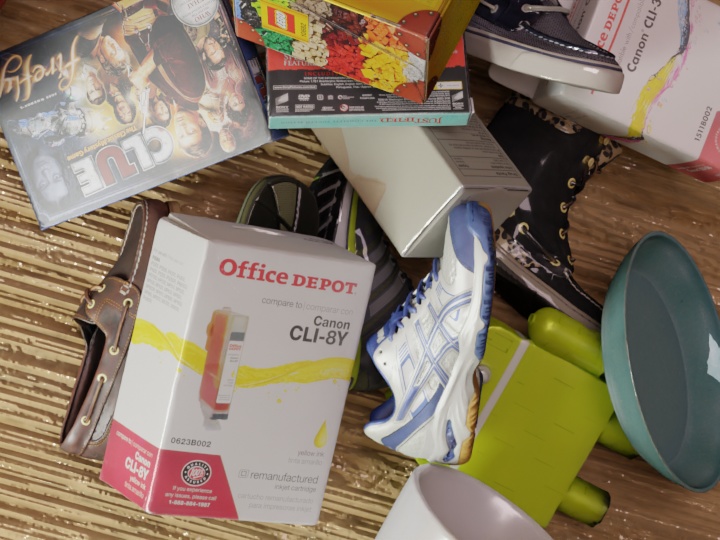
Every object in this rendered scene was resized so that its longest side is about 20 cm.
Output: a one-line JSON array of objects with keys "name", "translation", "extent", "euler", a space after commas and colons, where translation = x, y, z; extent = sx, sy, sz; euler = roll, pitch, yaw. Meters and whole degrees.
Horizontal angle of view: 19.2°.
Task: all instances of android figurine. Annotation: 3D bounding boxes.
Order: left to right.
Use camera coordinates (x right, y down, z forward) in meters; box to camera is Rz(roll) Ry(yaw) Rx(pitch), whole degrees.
[{"name": "android figurine", "translation": [0.115, 0.113, 1.602], "extent": [0.200, 0.041, 0.182], "euler": [29, 97, -16]}]

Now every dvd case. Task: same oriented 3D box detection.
[{"name": "dvd case", "translation": [0.001, -0.193, 1.540], "extent": [0.146, 0.022, 0.200], "euler": [-2, 64, -4]}]

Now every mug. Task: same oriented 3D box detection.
[{"name": "mug", "translation": [0.060, 0.253, 1.521], "extent": [0.149, 0.187, 0.153], "euler": [28, 107, -30]}]

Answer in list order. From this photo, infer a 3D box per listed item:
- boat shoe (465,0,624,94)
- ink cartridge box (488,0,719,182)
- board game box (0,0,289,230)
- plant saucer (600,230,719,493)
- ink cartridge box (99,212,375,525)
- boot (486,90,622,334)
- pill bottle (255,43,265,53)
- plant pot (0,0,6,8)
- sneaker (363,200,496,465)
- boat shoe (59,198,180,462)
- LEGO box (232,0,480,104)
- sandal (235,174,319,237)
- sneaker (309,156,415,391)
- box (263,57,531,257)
[{"name": "boat shoe", "translation": [0.120, -0.194, 1.549], "extent": [0.075, 0.200, 0.093], "euler": [7, 103, -47]}, {"name": "ink cartridge box", "translation": [0.210, -0.158, 1.609], "extent": [0.200, 0.067, 0.117], "euler": [23, 84, -14]}, {"name": "board game box", "translation": [-0.167, -0.126, 1.551], "extent": [0.200, 0.035, 0.136], "euler": [-20, 94, 19]}, {"name": "plant saucer", "translation": [0.228, 0.071, 1.612], "extent": [0.036, 0.200, 0.200], "euler": [-13, 81, 30]}, {"name": "ink cartridge box", "translation": [-0.087, 0.072, 1.520], "extent": [0.145, 0.083, 0.200], "euler": [9, 98, -32]}, {"name": "boot", "translation": [0.153, -0.043, 1.650], "extent": [0.200, 0.073, 0.151], "euler": [37, 75, 2]}, {"name": "pill bottle", "translation": [-0.126, -0.260, 1.606], "extent": [0.109, 0.110, 0.200], "euler": [-15, 84, -14]}, {"name": "plant pot", "translation": [-0.335, -0.222, 1.524], "extent": [0.201, 0.201, 0.195], "euler": [35, 67, -4]}, {"name": "sneaker", "translation": [0.048, 0.044, 1.514], "extent": [0.088, 0.075, 0.200], "euler": [9, 108, 5]}, {"name": "boat shoe", "translation": [-0.176, 0.041, 1.564], "extent": [0.070, 0.070, 0.200], "euler": [10, 79, -14]}, {"name": "LEGO box", "translation": [0.019, -0.236, 1.502], "extent": [0.149, 0.077, 0.200], "euler": [22, 62, 13]}, {"name": "sandal", "translation": [-0.090, 0.024, 1.592], "extent": [0.080, 0.057, 0.201], "euler": [28, 82, -31]}, {"name": "sneaker", "translation": [0.000, 0.000, 1.618], "extent": [0.081, 0.074, 0.200], "euler": [9, 78, -29]}, {"name": "box", "translation": [0.027, -0.108, 1.575], "extent": [0.095, 0.078, 0.200], "euler": [1, 48, -51]}]
